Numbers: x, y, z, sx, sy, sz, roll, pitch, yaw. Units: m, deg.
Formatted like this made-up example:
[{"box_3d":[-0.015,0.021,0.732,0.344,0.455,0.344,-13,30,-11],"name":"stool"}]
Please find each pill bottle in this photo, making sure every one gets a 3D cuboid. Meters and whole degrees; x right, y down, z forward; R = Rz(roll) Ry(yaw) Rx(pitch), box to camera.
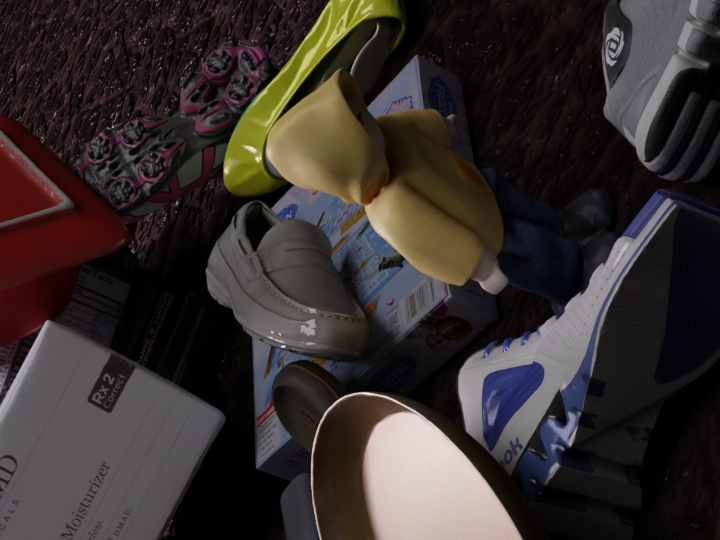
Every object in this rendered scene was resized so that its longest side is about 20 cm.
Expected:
[{"box_3d":[-0.235,0.031,1.256,0.106,0.105,0.202,5,74,59],"name":"pill bottle"}]

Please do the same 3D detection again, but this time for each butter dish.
[{"box_3d":[-0.291,0.000,1.153,0.199,0.198,0.149,40,137,36],"name":"butter dish"}]

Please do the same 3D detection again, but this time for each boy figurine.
[{"box_3d":[0.042,-0.045,0.829,0.064,0.199,0.125,-46,32,31],"name":"boy figurine"}]

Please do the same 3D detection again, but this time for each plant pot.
[{"box_3d":[0.043,0.148,0.766,0.200,0.027,0.202,37,138,42],"name":"plant pot"}]

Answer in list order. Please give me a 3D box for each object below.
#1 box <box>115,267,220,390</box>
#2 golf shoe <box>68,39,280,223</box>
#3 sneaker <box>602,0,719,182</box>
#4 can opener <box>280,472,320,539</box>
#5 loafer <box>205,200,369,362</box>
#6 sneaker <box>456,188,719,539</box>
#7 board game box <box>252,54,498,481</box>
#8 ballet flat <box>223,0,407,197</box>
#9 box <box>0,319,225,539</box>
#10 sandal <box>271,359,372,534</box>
[{"box_3d":[-0.187,0.071,1.291,0.199,0.036,0.145,21,88,62],"name":"box"},{"box_3d":[-0.135,-0.083,1.209,0.199,0.092,0.073,-34,61,3],"name":"golf shoe"},{"box_3d":[0.176,-0.153,0.813,0.202,0.074,0.116,-61,27,12],"name":"sneaker"},{"box_3d":[-0.019,0.207,0.898,0.067,0.053,0.201,-50,32,26],"name":"can opener"},{"box_3d":[-0.045,0.004,0.983,0.200,0.069,0.071,32,106,61],"name":"loafer"},{"box_3d":[0.101,0.046,0.786,0.115,0.080,0.201,36,103,58],"name":"sneaker"},{"box_3d":[0.000,0.000,1.025,0.200,0.041,0.201,-43,38,37],"name":"board game box"},{"box_3d":[-0.031,-0.120,1.145,0.201,0.066,0.067,-54,45,19],"name":"ballet flat"},{"box_3d":[-0.197,0.150,1.076,0.201,0.130,0.200,-63,7,-7],"name":"box"},{"box_3d":[-0.002,0.112,0.884,0.200,0.054,0.083,36,143,46],"name":"sandal"}]
